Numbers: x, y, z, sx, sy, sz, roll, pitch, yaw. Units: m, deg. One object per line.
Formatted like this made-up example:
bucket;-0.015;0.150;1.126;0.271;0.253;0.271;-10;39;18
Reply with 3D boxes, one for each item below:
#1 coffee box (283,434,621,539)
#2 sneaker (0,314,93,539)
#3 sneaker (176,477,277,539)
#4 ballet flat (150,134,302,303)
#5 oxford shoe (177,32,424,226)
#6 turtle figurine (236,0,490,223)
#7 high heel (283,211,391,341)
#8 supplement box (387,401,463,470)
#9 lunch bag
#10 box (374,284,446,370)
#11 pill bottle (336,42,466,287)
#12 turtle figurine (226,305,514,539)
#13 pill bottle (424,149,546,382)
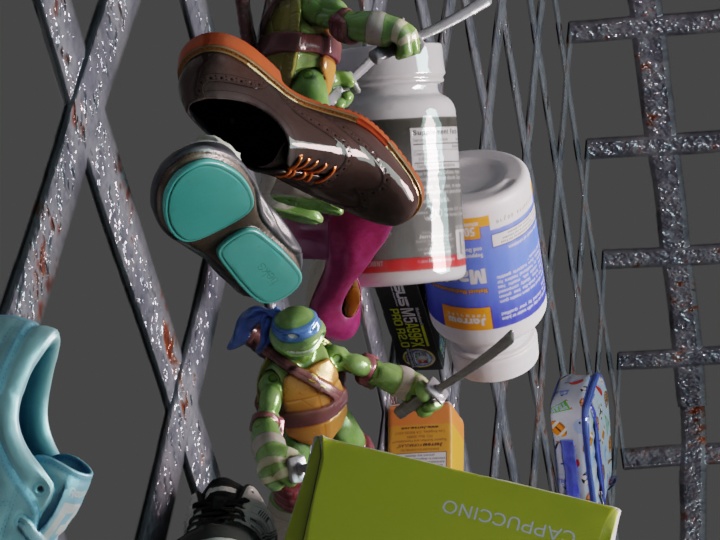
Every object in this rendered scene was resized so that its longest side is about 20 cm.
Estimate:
coffee box;0.041;0.252;1.507;0.198;0.199;0.200;90;15;-57
sneaker;-0.166;0.118;1.120;0.074;0.082;0.200;-8;94;-77
sneaker;-0.093;0.171;1.517;0.200;0.076;0.088;80;4;-75
ballet flat;-0.095;-0.044;1.576;0.200;0.073;0.073;53;35;-59
oxford shoe;-0.042;-0.077;1.612;0.200;0.071;0.073;31;33;-21
turtle figurine;-0.002;-0.130;1.748;0.200;0.144;0.194;21;78;-46
high heel;0.000;0.000;1.922;0.200;0.096;0.067;69;21;-55
supplement box;0.059;0.226;2.226;0.067;0.069;0.200;58;29;-65
lunch bag;0.317;0.257;3.448;0.160;0.075;0.200;-65;148;-62
box;0.053;-0.028;2.314;0.160;0.044;0.200;73;18;-50
pill bottle;0.027;-0.089;2.038;0.114;0.114;0.200;-14;100;-78
turtle figurine;-0.009;0.127;1.694;0.194;0.200;0.144;88;23;-44
pill bottle;0.112;-0.001;2.217;0.112;0.112;0.200;-74;158;-58
